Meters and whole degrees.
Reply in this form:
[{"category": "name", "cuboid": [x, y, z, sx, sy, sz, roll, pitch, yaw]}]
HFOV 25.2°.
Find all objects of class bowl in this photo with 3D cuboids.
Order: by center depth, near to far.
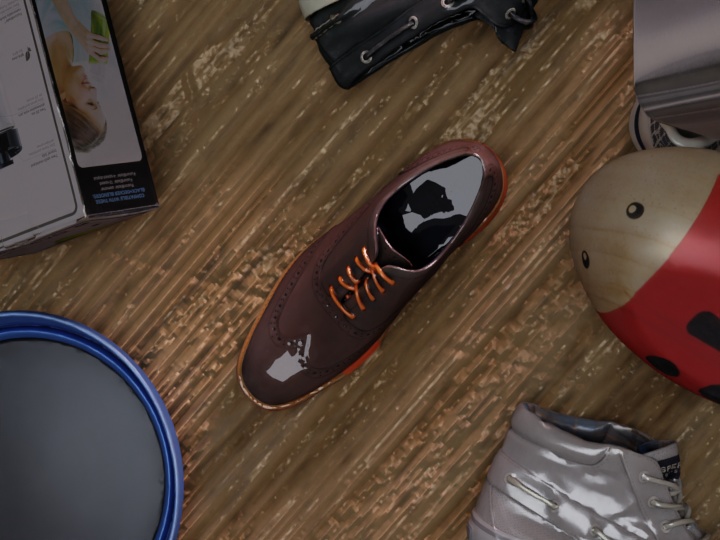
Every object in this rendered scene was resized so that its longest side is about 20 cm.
[{"category": "bowl", "cuboid": [-0.198, 0.125, 0.945, 0.198, 0.039, 0.203, 0, 89, 7]}]

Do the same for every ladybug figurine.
[{"category": "ladybug figurine", "cuboid": [0.199, 0.017, 0.855, 0.199, 0.072, 0.136, 30, 128, -8]}]

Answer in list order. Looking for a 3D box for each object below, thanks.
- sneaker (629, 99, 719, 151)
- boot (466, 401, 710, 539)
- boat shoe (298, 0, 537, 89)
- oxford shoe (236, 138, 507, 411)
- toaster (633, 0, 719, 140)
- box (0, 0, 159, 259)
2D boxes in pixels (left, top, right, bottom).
[{"category": "sneaker", "cuboid": [0.213, -0.146, 0.878, 0.076, 0.080, 0.202, 23, 91, 8]}, {"category": "boot", "cuboid": [0.163, 0.142, 0.884, 0.198, 0.074, 0.096, 20, 99, 7]}, {"category": "boat shoe", "cuboid": [0.066, -0.151, 0.898, 0.197, 0.074, 0.067, -16, 90, 7]}, {"category": "oxford shoe", "cuboid": [0.000, 0.000, 0.905, 0.071, 0.073, 0.200, 42, 95, 4]}, {"category": "toaster", "cuboid": [0.230, -0.149, 0.783, 0.198, 0.118, 0.183, 10, 80, -32]}, {"category": "box", "cuboid": [-0.195, -0.114, 0.912, 0.116, 0.060, 0.202, -17, 86, 38]}]
